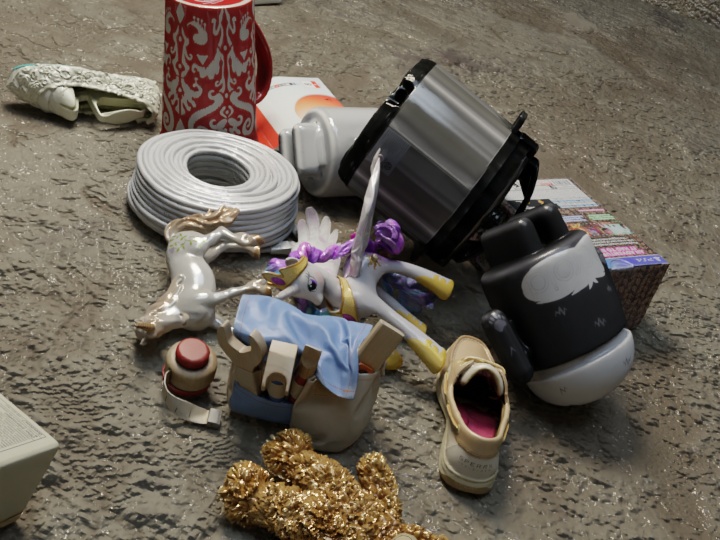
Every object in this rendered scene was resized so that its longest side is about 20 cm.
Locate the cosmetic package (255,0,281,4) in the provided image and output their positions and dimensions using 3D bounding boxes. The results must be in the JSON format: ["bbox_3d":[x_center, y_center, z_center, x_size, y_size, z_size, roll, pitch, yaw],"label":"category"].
[{"bbox_3d":[-0.246,-0.593,1.769,0.112,0.082,0.199,-20,49,-42],"label":"cosmetic package"}]

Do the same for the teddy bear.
[{"bbox_3d":[-0.017,0.193,0.697,0.143,0.068,0.200,-12,42,-35],"label":"teddy bear"}]

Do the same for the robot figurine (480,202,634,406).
[{"bbox_3d":[0.197,0.038,0.929,0.149,0.202,0.125,-25,3,6],"label":"robot figurine"}]

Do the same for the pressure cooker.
[{"bbox_3d":[0.094,-0.111,1.024,0.199,0.176,0.179,38,63,0],"label":"pressure cooker"}]

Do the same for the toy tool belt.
[{"bbox_3d":[-0.069,0.069,0.795,0.197,0.124,0.126,13,40,-7],"label":"toy tool belt"}]

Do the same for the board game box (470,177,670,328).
[{"bbox_3d":[0.242,-0.021,1.117,0.157,0.098,0.201,-4,38,-30],"label":"board game box"}]

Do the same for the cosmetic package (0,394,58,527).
[{"bbox_3d":[-0.297,0.128,0.574,0.103,0.074,0.200,34,10,13],"label":"cosmetic package"}]

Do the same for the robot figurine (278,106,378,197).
[{"bbox_3d":[-0.008,-0.154,1.186,0.197,0.115,0.169,-5,4,-30],"label":"robot figurine"}]

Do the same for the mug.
[{"bbox_3d":[-0.190,-0.267,1.168,0.131,0.202,0.179,8,36,2],"label":"mug"}]

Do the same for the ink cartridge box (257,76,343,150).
[{"bbox_3d":[-0.119,-0.231,1.310,0.197,0.051,0.163,0,36,-31],"label":"ink cartridge box"}]

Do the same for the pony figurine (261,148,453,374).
[{"bbox_3d":[0.000,0.000,0.930,0.198,0.166,0.195,31,42,-17],"label":"pony figurine"}]

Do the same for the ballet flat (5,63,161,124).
[{"bbox_3d":[-0.352,-0.224,1.176,0.197,0.073,0.072,-1,36,-26],"label":"ballet flat"}]

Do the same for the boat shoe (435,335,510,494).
[{"bbox_3d":[0.113,0.119,0.868,0.073,0.070,0.201,14,32,-5],"label":"boat shoe"}]

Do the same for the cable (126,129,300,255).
[{"bbox_3d":[-0.169,-0.095,1.060,0.197,0.070,0.200,-6,39,-32],"label":"cable"}]

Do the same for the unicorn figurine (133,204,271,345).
[{"bbox_3d":[-0.158,0.016,0.899,0.135,0.075,0.201,-3,36,-15],"label":"unicorn figurine"}]
